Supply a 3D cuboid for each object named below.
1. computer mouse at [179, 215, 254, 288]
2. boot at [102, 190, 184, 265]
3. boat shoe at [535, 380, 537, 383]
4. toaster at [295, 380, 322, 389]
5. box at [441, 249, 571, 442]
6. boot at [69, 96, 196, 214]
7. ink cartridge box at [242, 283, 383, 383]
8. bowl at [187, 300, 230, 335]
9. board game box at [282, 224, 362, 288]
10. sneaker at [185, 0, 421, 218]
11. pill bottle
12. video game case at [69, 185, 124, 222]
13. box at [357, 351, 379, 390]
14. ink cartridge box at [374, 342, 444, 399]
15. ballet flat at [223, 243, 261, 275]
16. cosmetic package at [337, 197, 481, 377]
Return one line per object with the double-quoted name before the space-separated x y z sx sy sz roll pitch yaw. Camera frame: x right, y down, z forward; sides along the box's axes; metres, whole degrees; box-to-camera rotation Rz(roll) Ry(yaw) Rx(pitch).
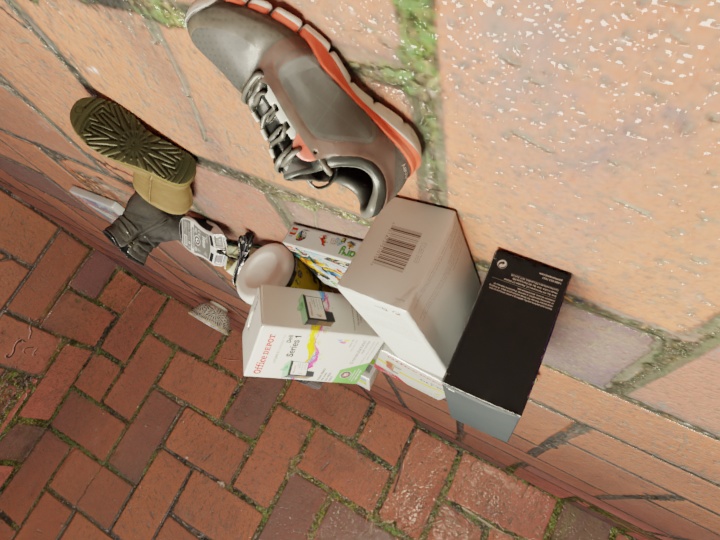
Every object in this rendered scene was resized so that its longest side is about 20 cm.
"computer mouse" -0.263 -0.051 0.946 0.199 0.044 0.110 29 124 32
"boot" -0.398 -0.062 1.010 0.069 0.132 0.200 12 157 42
"boat shoe" 0.189 0.137 0.748 0.200 0.065 0.073 39 162 -27
"toaster" -0.258 0.494 2.468 0.199 0.114 0.129 11 158 42
"box" 0.150 0.091 0.545 0.078 0.142 0.200 23 163 21
"boot" -0.323 -0.151 0.747 0.175 0.066 0.200 34 164 -16
"ink cartridge box" -0.080 0.107 0.829 0.198 0.084 0.145 8 136 -20
"bowl" -0.638 0.192 2.234 0.200 0.095 0.201 27 164 8
"board game box" 0.000 0.000 0.709 0.199 0.035 0.126 16 160 37
"sneaker" -0.045 -0.111 0.370 0.199 0.082 0.077 33 163 -15
"pill bottle" -0.115 0.049 0.908 0.112 0.113 0.200 15 158 40
"video game case" -0.652 -0.147 1.376 0.199 0.023 0.182 20 161 30
"box" -0.004 0.195 1.175 0.112 0.102 0.200 25 163 11
"ink cartridge box" 0.106 0.152 0.896 0.144 0.084 0.200 26 163 7
"ballet flat" -0.238 -0.017 1.005 0.067 0.063 0.199 38 162 -28
"cosmetic package" 0.066 0.027 0.547 0.081 0.113 0.200 19 159 29
